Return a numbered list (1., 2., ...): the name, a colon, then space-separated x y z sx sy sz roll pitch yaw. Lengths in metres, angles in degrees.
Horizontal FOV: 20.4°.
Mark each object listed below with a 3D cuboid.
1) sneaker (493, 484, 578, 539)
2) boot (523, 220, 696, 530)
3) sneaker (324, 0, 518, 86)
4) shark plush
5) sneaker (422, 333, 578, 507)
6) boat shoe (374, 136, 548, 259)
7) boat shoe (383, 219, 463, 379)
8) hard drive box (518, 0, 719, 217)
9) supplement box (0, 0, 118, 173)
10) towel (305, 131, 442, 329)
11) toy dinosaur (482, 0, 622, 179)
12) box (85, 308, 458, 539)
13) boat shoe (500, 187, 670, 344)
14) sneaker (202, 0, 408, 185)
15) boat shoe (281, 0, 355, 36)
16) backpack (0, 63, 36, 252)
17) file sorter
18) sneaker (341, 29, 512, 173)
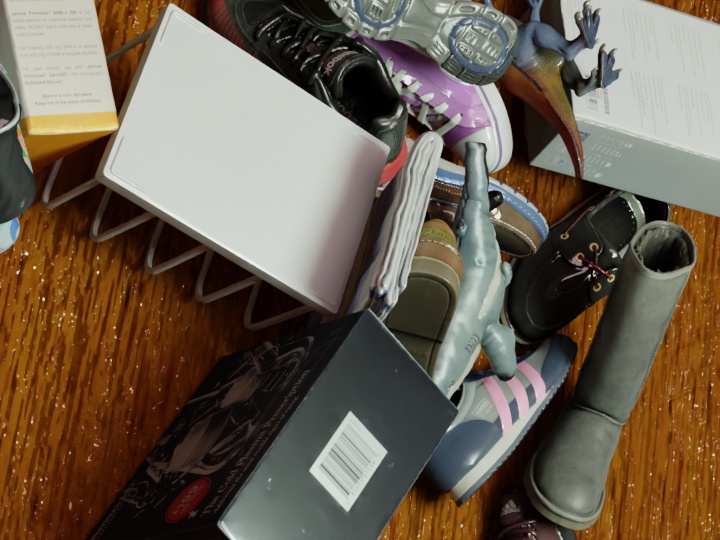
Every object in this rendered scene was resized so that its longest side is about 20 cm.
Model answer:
1. sneaker: 0.104 0.222 1.547 0.199 0.075 0.116 15 63 -45
2. boot: 0.200 0.080 1.556 0.072 0.201 0.182 24 34 -3
3. sneaker: 0.025 -0.204 1.512 0.200 0.087 0.075 31 95 -32
4. shark plush: 0.083 0.008 1.511 0.083 0.091 0.201 -2 114 -61
5. sneaker: 0.103 0.097 1.579 0.082 0.070 0.200 40 44 4
6. boat shoe: 0.057 -0.046 1.585 0.199 0.072 0.073 25 68 -20
7. boat shoe: 0.029 0.047 1.465 0.072 0.200 0.068 22 43 -10
8. hard drive box: 0.241 -0.147 1.700 0.199 0.077 0.157 14 54 -22
9. supplement box: -0.239 -0.173 1.347 0.073 0.126 0.201 -7 83 -38
10. towel: 0.000 0.000 1.436 0.024 0.200 0.147 23 58 -11
11. toy dinosaur: 0.110 -0.186 1.599 0.105 0.181 0.201 44 58 -50
12. box: -0.064 0.144 1.358 0.104 0.182 0.200 48 53 -17
13. boat shoe: 0.188 -0.011 1.678 0.201 0.063 0.074 -41 105 -36
14. sneaker: -0.036 -0.154 1.491 0.200 0.098 0.071 45 66 8
15. boat shoe: -0.055 -0.272 1.539 0.072 0.062 0.201 -22 82 4
16. backpack: -0.304 -0.088 1.238 0.177 0.151 0.200 -20 52 -18
17. file sorter: -0.108 -0.064 1.419 0.200 0.124 0.139 32 61 -27
18. sneaker: 0.032 -0.149 1.593 0.114 0.073 0.201 -32 88 -35
